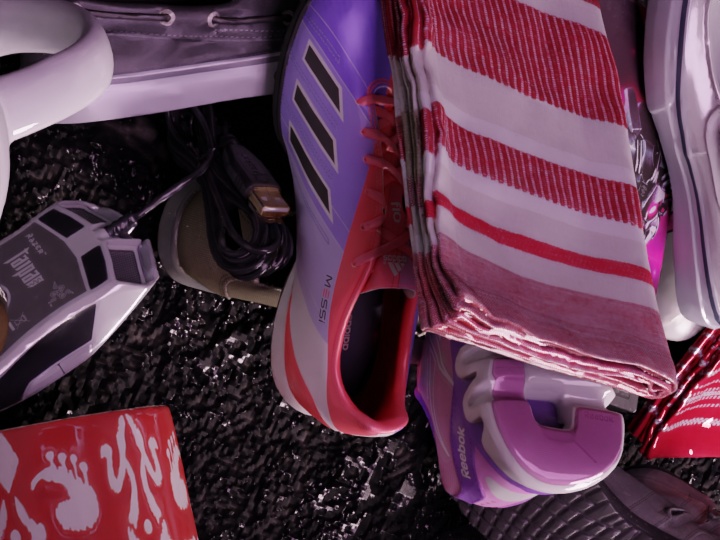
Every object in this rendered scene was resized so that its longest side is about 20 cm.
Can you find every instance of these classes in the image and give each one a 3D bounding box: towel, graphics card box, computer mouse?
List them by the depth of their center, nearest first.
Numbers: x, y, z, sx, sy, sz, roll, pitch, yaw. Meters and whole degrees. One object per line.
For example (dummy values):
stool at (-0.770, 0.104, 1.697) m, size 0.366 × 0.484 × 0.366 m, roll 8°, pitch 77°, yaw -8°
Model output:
towel at (0.072, -0.051, 0.877) m, size 0.143 × 0.023 × 0.201 m, roll 17°, pitch 55°, yaw -40°
computer mouse at (-0.126, 0.006, 0.886) m, size 0.199 × 0.110 × 0.044 m, roll -33°, pitch 142°, yaw -10°
graphics card box at (0.105, -0.038, 1.016) m, size 0.125 × 0.051 × 0.201 m, roll 21°, pitch 78°, yaw -52°
towel at (0.249, 0.032, 1.139) m, size 0.144 × 0.023 × 0.200 m, roll 6°, pitch 129°, yaw -42°

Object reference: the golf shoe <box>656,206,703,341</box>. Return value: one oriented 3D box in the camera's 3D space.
golf shoe at (0.221, -0.046, 1.112) m, size 0.073 × 0.092 × 0.201 m, roll 39°, pitch 81°, yaw -38°

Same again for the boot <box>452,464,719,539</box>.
boot at (0.133, 0.129, 1.106) m, size 0.070 × 0.200 × 0.132 m, roll -51°, pitch 175°, yaw 18°

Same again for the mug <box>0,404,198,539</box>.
mug at (-0.133, 0.166, 0.860) m, size 0.177 × 0.133 × 0.202 m, roll -5°, pitch 83°, yaw -42°

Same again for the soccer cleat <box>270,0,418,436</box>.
soccer cleat at (0.002, -0.027, 0.885) m, size 0.068 × 0.073 × 0.202 m, roll -4°, pitch 106°, yaw -30°

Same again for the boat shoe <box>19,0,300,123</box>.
boat shoe at (-0.060, -0.115, 0.907) m, size 0.199 × 0.070 × 0.067 m, roll -13°, pitch 113°, yaw -25°

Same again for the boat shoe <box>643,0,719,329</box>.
boat shoe at (0.192, -0.065, 1.032) m, size 0.074 × 0.066 × 0.201 m, roll -41°, pitch 128°, yaw -46°

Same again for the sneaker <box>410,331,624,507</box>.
sneaker at (0.055, 0.019, 0.916) m, size 0.080 × 0.089 × 0.201 m, roll 7°, pitch 58°, yaw -23°

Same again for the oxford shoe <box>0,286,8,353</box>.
oxford shoe at (-0.190, 0.091, 0.788) m, size 0.201 × 0.084 × 0.073 m, roll -57°, pitch 141°, yaw -1°

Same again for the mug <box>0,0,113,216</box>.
mug at (-0.187, -0.059, 0.759) m, size 0.199 × 0.175 × 0.149 m, roll -24°, pitch 117°, yaw -28°

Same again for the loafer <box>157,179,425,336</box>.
loafer at (0.000, 0.000, 0.978) m, size 0.199 × 0.070 × 0.076 m, roll 5°, pitch 101°, yaw -37°
